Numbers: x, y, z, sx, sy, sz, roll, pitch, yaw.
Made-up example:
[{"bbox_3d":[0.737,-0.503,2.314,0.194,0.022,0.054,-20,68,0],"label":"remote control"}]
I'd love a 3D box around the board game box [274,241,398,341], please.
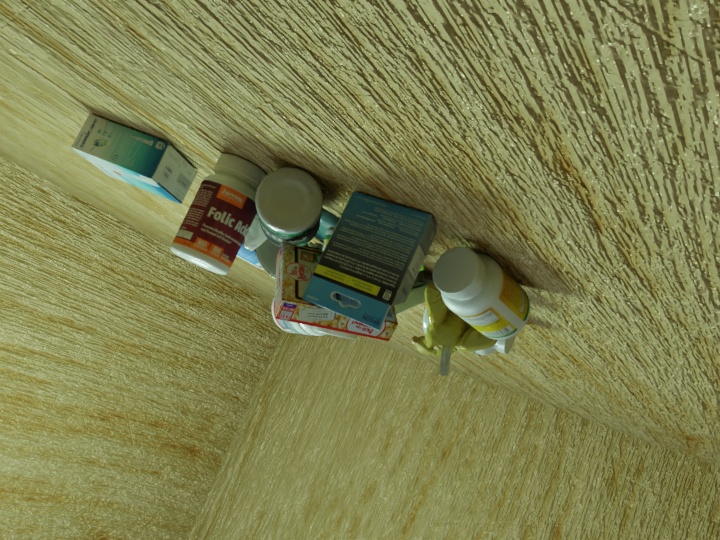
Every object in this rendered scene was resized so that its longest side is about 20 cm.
[{"bbox_3d":[-0.043,0.033,1.074,0.200,0.046,0.152,13,-143,-16],"label":"board game box"}]

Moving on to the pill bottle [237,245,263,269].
[{"bbox_3d":[-0.290,-0.090,1.558,0.112,0.112,0.200,12,165,48],"label":"pill bottle"}]

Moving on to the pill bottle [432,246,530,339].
[{"bbox_3d":[0.208,0.038,1.091,0.113,0.113,0.200,15,167,41],"label":"pill bottle"}]

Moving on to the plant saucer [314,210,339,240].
[{"bbox_3d":[-0.111,-0.104,1.325,0.200,0.027,0.200,22,169,4],"label":"plant saucer"}]

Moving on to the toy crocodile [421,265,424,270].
[{"bbox_3d":[0.075,-0.033,1.193,0.067,0.062,0.200,-18,159,6],"label":"toy crocodile"}]

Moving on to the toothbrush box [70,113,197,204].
[{"bbox_3d":[-0.467,-0.230,1.316,0.200,0.085,0.146,23,170,13],"label":"toothbrush box"}]

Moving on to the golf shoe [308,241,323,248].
[{"bbox_3d":[-0.056,0.002,1.552,0.200,0.097,0.078,32,169,-33],"label":"golf shoe"}]

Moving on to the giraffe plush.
[{"bbox_3d":[0.190,0.120,1.321,0.172,0.200,0.162,25,174,3],"label":"giraffe plush"}]

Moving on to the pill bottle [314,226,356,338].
[{"bbox_3d":[-0.029,0.025,1.218,0.113,0.200,0.113,12,176,1],"label":"pill bottle"}]

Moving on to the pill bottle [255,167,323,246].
[{"bbox_3d":[-0.125,-0.102,1.125,0.113,0.113,0.200,24,170,-1],"label":"pill bottle"}]

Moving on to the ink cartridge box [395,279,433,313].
[{"bbox_3d":[0.089,0.049,1.417,0.200,0.041,0.200,-19,-170,-27],"label":"ink cartridge box"}]

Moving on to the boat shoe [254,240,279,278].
[{"bbox_3d":[-0.221,-0.072,1.454,0.200,0.067,0.057,58,-169,5],"label":"boat shoe"}]

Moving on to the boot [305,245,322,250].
[{"bbox_3d":[-0.089,-0.035,1.425,0.154,0.074,0.204,-6,155,2],"label":"boot"}]

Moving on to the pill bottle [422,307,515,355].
[{"bbox_3d":[0.252,0.127,1.453,0.200,0.111,0.111,18,169,30],"label":"pill bottle"}]

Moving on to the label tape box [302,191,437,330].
[{"bbox_3d":[0.017,-0.012,1.012,0.143,0.200,0.066,20,168,21],"label":"label tape box"}]

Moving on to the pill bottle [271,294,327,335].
[{"bbox_3d":[-0.111,0.090,1.464,0.120,0.120,0.200,30,162,-30],"label":"pill bottle"}]

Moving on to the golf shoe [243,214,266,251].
[{"bbox_3d":[-0.253,-0.113,1.300,0.200,0.097,0.078,37,179,43],"label":"golf shoe"}]

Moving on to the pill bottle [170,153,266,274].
[{"bbox_3d":[-0.254,-0.103,1.157,0.114,0.200,0.114,22,170,4],"label":"pill bottle"}]
